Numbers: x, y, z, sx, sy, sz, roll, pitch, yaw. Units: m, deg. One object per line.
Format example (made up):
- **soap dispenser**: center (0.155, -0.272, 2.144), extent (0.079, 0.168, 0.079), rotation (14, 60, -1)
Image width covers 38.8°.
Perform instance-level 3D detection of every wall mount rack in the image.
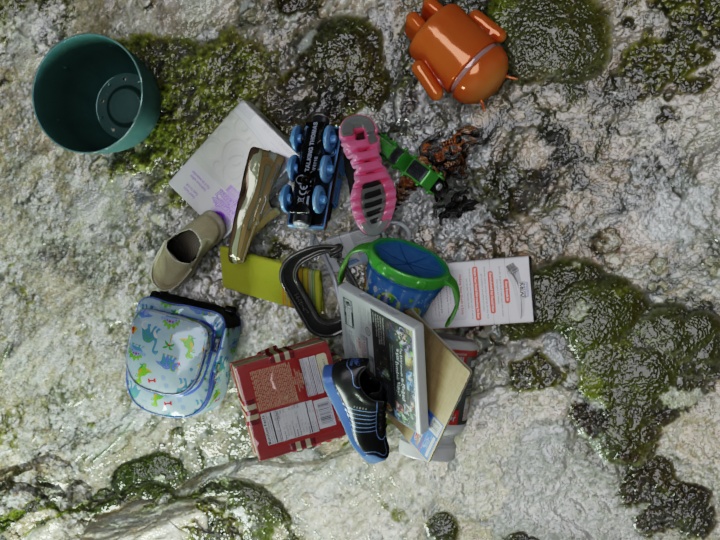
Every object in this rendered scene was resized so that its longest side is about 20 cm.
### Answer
- **wall mount rack**: center (0.000, 0.000, 1.742), extent (0.200, 0.075, 0.174), rotation (-17, 120, 12)

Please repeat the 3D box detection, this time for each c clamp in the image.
- **c clamp**: center (-0.034, 0.030, 1.705), extent (0.171, 0.027, 0.200), rotation (-31, 117, 7)

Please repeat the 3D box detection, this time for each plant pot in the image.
- **plant pot**: center (-0.440, -0.296, 1.778), extent (0.200, 0.161, 0.201), rotation (0, 91, 11)

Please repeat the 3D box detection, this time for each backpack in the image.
- **backpack**: center (-0.318, 0.152, 1.769), extent (0.183, 0.147, 0.200), rotation (12, 97, 14)

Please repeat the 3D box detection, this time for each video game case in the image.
- **video game case**: center (0.036, 0.137, 1.604), extent (0.182, 0.023, 0.200), rotation (28, 133, 44)

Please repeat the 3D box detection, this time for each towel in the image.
- **towel**: center (-0.153, 0.014, 1.761), extent (0.200, 0.018, 0.086), rotation (15, 123, 23)

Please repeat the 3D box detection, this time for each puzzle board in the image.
- **puzzle board**: center (0.095, 0.181, 1.604), extent (0.151, 0.017, 0.200), rotation (45, 132, 33)

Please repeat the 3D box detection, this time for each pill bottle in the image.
- **pill bottle**: center (0.124, 0.207, 1.694), extent (0.116, 0.116, 0.201), rotation (8, 93, 11)

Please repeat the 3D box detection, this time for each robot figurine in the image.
- **robot figurine**: center (0.159, -0.353, 1.677), extent (0.200, 0.144, 0.117), rotation (45, 132, 8)

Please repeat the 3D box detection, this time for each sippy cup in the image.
- **sippy cup**: center (0.059, 0.035, 1.644), extent (0.178, 0.139, 0.131), rotation (39, 121, 37)

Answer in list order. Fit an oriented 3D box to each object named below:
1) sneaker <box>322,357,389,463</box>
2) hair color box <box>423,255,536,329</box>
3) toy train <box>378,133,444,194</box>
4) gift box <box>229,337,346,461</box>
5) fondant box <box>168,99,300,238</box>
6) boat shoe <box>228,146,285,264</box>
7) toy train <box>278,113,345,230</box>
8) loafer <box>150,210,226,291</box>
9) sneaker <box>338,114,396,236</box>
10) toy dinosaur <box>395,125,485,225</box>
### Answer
- **sneaker**: center (0.013, 0.222, 1.610), extent (0.078, 0.070, 0.200), rotation (-16, 120, 22)
- **hair color box**: center (0.187, 0.038, 1.705), extent (0.200, 0.064, 0.111), rotation (-4, 89, 14)
- **toy train**: center (0.065, -0.183, 1.683), extent (0.042, 0.056, 0.200), rotation (-54, 46, 6)
- **gift box**: center (-0.105, 0.214, 1.711), extent (0.200, 0.187, 0.185), rotation (-11, 89, -10)
- **fondant box**: center (-0.214, -0.174, 1.787), extent (0.144, 0.058, 0.200), rotation (45, 100, 7)
- **boat shoe**: center (-0.171, -0.103, 1.723), extent (0.076, 0.072, 0.200), rotation (13, 99, -9)
- **toy train**: center (-0.073, -0.157, 1.710), extent (0.086, 0.114, 0.200), rotation (3, 75, 20)
- **loafer**: center (-0.314, -0.031, 1.779), extent (0.076, 0.068, 0.200), rotation (49, 123, 7)
- **sneaker**: center (0.007, -0.150, 1.680), extent (0.079, 0.095, 0.200), rotation (-6, 81, -11)
- **toy dinosaur**: center (0.128, -0.154, 1.715), extent (0.200, 0.102, 0.136), rotation (-45, 66, 27)
